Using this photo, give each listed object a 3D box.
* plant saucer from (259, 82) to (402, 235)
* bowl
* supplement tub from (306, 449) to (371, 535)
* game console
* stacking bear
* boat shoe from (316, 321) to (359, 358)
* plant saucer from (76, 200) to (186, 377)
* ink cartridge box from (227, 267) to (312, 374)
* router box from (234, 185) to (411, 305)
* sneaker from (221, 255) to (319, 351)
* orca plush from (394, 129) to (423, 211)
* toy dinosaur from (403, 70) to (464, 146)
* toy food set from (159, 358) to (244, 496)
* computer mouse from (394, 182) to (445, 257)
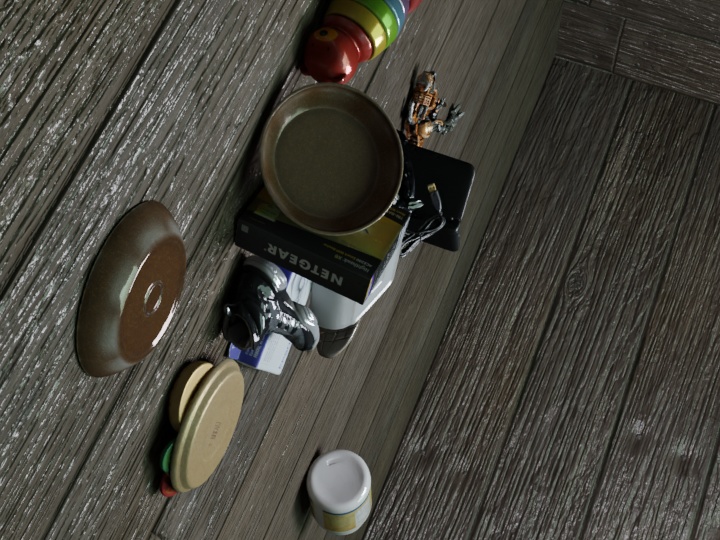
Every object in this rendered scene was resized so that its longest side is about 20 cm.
[{"bbox_3d":[-0.041,-0.146,1.411,0.202,0.199,0.037,-68,-165,-13],"label":"plant saucer"},{"bbox_3d":[0.000,0.000,1.792,0.200,0.074,0.201,-46,159,-36],"label":"bowl"},{"bbox_3d":[-0.046,0.505,2.394,0.201,0.143,0.146,88,24,-58],"label":"supplement tub"},{"bbox_3d":[0.111,-0.142,2.009,0.176,0.198,0.118,72,40,-69],"label":"game console"},{"bbox_3d":[-0.007,-0.339,1.470,0.201,0.120,0.114,-55,155,-23],"label":"stacking bear"},{"bbox_3d":[-0.027,0.082,2.041,0.072,0.075,0.202,82,31,-68],"label":"boat shoe"},{"bbox_3d":[-0.238,0.026,1.154,0.200,0.036,0.203,18,90,-77],"label":"plant saucer"},{"bbox_3d":[-0.130,0.057,1.641,0.200,0.040,0.202,40,69,-76],"label":"ink cartridge box"},{"bbox_3d":[-0.050,-0.058,1.455,0.158,0.198,0.053,-58,170,-45],"label":"router box"},{"bbox_3d":[-0.135,0.078,1.520,0.114,0.075,0.201,-57,139,-25],"label":"sneaker"},{"bbox_3d":[0.034,-0.188,1.703,0.071,0.104,0.202,85,-9,-63],"label":"orca plush"},{"bbox_3d":[0.125,-0.308,2.150,0.135,0.102,0.201,-28,156,-50],"label":"toy dinosaur"},{"bbox_3d":[-0.221,0.214,1.466,0.200,0.048,0.200,-16,124,-75],"label":"toy food set"},{"bbox_3d":[0.079,-0.138,1.893,0.140,0.202,0.046,-29,-172,-24],"label":"computer mouse"}]
